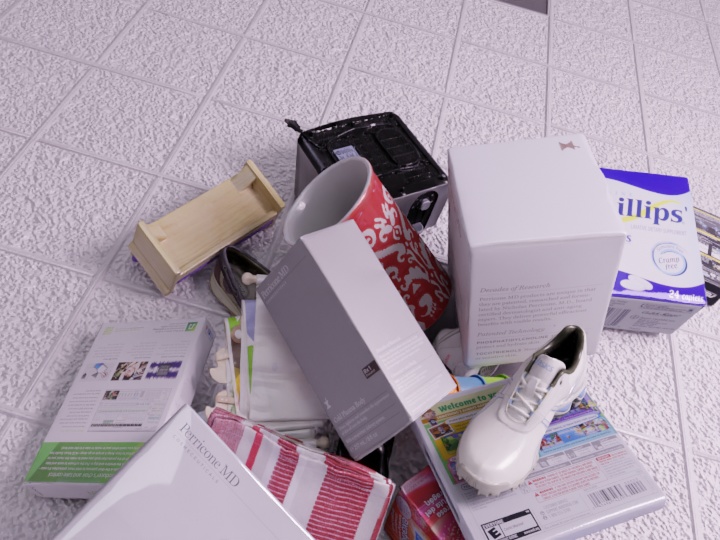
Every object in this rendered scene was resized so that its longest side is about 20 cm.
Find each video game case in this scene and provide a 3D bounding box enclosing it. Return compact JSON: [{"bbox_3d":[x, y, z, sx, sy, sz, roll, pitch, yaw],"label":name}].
[{"bbox_3d":[0.167,0.184,0.689,0.195,0.022,0.183,-12,41,-15],"label":"video game case"}]

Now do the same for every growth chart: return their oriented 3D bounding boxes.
[{"bbox_3d":[-0.087,0.096,0.735,0.141,0.018,0.205,9,72,-11],"label":"growth chart"}]

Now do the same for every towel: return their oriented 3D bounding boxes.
[{"bbox_3d":[-0.078,0.237,0.675,0.196,0.147,0.023,20,5,4],"label":"towel"}]

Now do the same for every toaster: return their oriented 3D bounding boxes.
[{"bbox_3d":[0.006,-0.132,1.001,0.177,0.120,0.202,-18,56,-27],"label":"toaster"}]

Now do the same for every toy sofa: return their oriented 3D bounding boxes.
[{"bbox_3d":[-0.203,-0.053,0.919,0.083,0.098,0.199,50,54,3],"label":"toy sofa"}]

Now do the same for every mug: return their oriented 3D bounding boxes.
[{"bbox_3d":[0.001,-0.009,0.854,0.200,0.176,0.135,45,20,-32],"label":"mug"}]

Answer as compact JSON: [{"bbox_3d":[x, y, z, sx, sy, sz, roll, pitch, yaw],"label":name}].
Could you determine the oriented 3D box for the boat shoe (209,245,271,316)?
[{"bbox_3d":[-0.113,0.045,0.859,0.199,0.066,0.071,42,52,20],"label":"boat shoe"}]

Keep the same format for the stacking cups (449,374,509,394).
[{"bbox_3d":[0.117,0.145,0.805,0.195,0.061,0.062,9,47,-24],"label":"stacking cups"}]

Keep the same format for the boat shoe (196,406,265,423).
[{"bbox_3d":[-0.118,0.174,0.746,0.196,0.073,0.068,-16,54,-21],"label":"boat shoe"}]

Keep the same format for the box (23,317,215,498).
[{"bbox_3d":[-0.248,0.141,0.732,0.141,0.037,0.203,-4,45,18],"label":"box"}]

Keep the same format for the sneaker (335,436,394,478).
[{"bbox_3d":[0.008,0.187,0.757,0.075,0.085,0.203,7,49,-7],"label":"sneaker"}]

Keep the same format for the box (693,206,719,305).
[{"bbox_3d":[0.481,-0.053,1.095,0.196,0.050,0.163,24,52,8],"label":"box"}]

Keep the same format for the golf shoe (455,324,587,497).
[{"bbox_3d":[0.158,0.124,0.668,0.077,0.099,0.199,27,46,28],"label":"golf shoe"}]

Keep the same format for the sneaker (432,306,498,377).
[{"bbox_3d":[0.175,0.066,0.906,0.198,0.079,0.099,-27,57,-32],"label":"sneaker"}]

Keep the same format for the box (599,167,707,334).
[{"bbox_3d":[0.363,-0.030,0.972,0.179,0.106,0.205,6,63,-2],"label":"box"}]

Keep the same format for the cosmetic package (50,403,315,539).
[{"bbox_3d":[-0.151,0.258,0.570,0.200,0.123,0.200,46,63,-2],"label":"cosmetic package"}]

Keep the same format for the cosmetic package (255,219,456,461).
[{"bbox_3d":[-0.008,0.065,0.686,0.089,0.107,0.202,-25,76,-46],"label":"cosmetic package"}]

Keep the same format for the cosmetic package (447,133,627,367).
[{"bbox_3d":[0.190,-0.021,0.804,0.162,0.203,0.170,-5,46,2],"label":"cosmetic package"}]

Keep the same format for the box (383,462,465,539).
[{"bbox_3d":[0.131,0.236,0.733,0.197,0.101,0.096,-25,58,-31],"label":"box"}]
